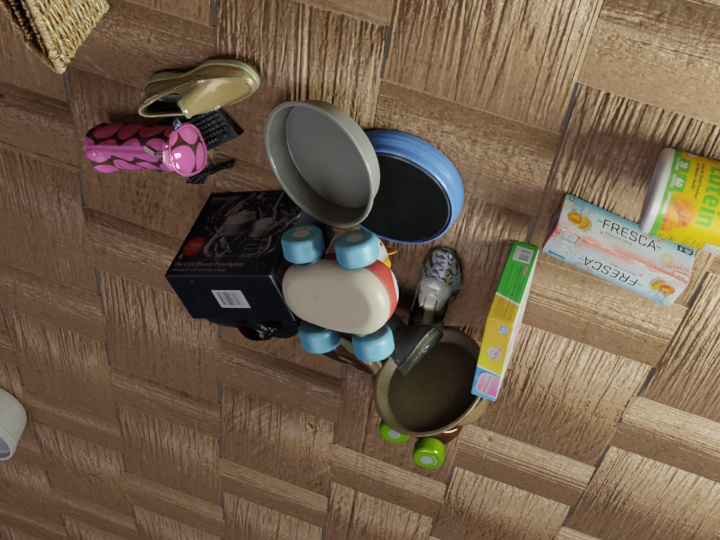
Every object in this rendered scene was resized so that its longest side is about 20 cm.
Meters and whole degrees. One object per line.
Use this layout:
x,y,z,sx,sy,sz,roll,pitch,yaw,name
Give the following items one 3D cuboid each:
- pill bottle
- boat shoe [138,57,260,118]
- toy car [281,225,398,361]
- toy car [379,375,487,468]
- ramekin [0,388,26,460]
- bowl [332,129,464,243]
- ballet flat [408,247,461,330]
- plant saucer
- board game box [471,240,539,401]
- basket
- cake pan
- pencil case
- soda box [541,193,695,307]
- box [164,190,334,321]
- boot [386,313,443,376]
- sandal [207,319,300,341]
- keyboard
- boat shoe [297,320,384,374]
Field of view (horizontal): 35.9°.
0.458,-0.074,1.386,0.198,0.112,0.112,17,143,9,pill bottle
-0.232,-0.246,1.581,0.199,0.077,0.072,-7,134,34,boat shoe
0.000,0.000,1.644,0.176,0.200,0.186,6,121,29,toy car
0.150,0.208,1.869,0.158,0.165,0.199,40,131,-21,toy car
-0.892,0.351,2.644,0.198,0.106,0.201,15,143,12,ramekin
0.051,-0.116,1.617,0.199,0.040,0.201,15,142,12,bowl
0.115,0.049,1.760,0.071,0.072,0.201,19,143,6,ballet flat
0.116,0.185,1.817,0.198,0.201,0.030,-1,145,29,plant saucer
0.216,0.078,1.670,0.040,0.154,0.201,17,142,11,board game box
-0.450,-0.384,1.473,0.141,0.150,0.201,8,141,20,basket
-0.051,-0.156,1.574,0.199,0.037,0.201,27,139,27,cake pan
-0.330,-0.184,1.678,0.199,0.094,0.091,3,118,36,pencil case
0.355,-0.028,1.535,0.199,0.069,0.064,25,144,0,soda box
-0.170,-0.024,1.730,0.198,0.183,0.105,-1,136,28,box
0.031,0.068,1.771,0.200,0.072,0.182,51,154,8,boot
-0.201,0.099,2.007,0.199,0.048,0.076,7,140,22,sandal
-0.256,-0.187,1.714,0.199,0.021,0.127,-16,127,42,keyboard
-0.023,0.117,1.917,0.201,0.075,0.075,21,158,43,boat shoe
